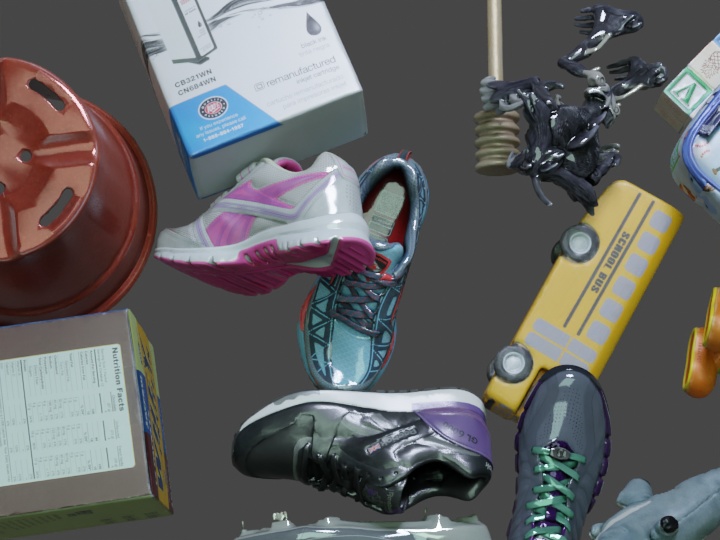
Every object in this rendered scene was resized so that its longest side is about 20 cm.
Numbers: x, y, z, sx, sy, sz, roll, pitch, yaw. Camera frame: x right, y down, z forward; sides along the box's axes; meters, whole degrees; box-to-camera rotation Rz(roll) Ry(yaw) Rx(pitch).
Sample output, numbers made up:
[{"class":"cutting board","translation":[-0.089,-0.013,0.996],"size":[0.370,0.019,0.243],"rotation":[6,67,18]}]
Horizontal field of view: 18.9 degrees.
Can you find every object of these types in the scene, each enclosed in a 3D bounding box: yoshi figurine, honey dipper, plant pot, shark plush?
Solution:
[{"class":"yoshi figurine","translation":[0.351,0.089,1.658],"size":[0.198,0.112,0.113],"rotation":[14,96,-1]},{"class":"honey dipper","translation":[0.106,-0.177,1.733],"size":[0.038,0.038,0.202],"rotation":[-2,77,-1]},{"class":"plant pot","translation":[-0.259,-0.062,1.625],"size":[0.199,0.195,0.203],"rotation":[0,80,0]},{"class":"shark plush","translation":[0.207,0.191,1.606],"size":[0.199,0.083,0.091],"rotation":[-7,67,-42]}]

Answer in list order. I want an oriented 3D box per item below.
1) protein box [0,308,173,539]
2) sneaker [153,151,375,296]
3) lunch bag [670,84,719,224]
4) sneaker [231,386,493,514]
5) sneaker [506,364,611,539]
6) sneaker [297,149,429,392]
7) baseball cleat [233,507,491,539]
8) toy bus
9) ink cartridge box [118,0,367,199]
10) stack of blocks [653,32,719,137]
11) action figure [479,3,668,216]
[{"class":"protein box","translation":[-0.249,0.121,1.591],"size":[0.198,0.199,0.136],"rotation":[-8,80,-2]},{"class":"sneaker","translation":[-0.071,-0.038,1.656],"size":[0.199,0.081,0.089],"rotation":[-9,67,32]},{"class":"lunch bag","translation":[0.342,-0.083,1.639],"size":[0.200,0.076,0.160],"rotation":[41,80,5]},{"class":"sneaker","translation":[0.002,0.141,1.636],"size":[0.198,0.076,0.088],"rotation":[-6,44,-1]},{"class":"sneaker","translation":[0.147,0.174,1.612],"size":[0.074,0.088,0.202],"rotation":[8,103,-2]},{"class":"sneaker","translation":[0.000,0.000,1.667],"size":[0.079,0.096,0.202],"rotation":[13,80,1]},{"class":"baseball cleat","translation":[0.003,0.234,1.640],"size":[0.198,0.070,0.107],"rotation":[-3,80,0]},{"class":"toy bus","translation":[0.169,0.029,1.681],"size":[0.078,0.065,0.201],"rotation":[29,80,3]},{"class":"ink cartridge box","translation":[-0.097,-0.179,1.684],"size":[0.145,0.084,0.201],"rotation":[-22,69,-5]},{"class":"stack of blocks","translation":[0.324,-0.085,1.706],"size":[0.115,0.059,0.200],"rotation":[-44,83,-7]},{"class":"action figure","translation":[0.158,-0.115,1.670],"size":[0.119,0.102,0.200],"rotation":[54,49,-16]}]
